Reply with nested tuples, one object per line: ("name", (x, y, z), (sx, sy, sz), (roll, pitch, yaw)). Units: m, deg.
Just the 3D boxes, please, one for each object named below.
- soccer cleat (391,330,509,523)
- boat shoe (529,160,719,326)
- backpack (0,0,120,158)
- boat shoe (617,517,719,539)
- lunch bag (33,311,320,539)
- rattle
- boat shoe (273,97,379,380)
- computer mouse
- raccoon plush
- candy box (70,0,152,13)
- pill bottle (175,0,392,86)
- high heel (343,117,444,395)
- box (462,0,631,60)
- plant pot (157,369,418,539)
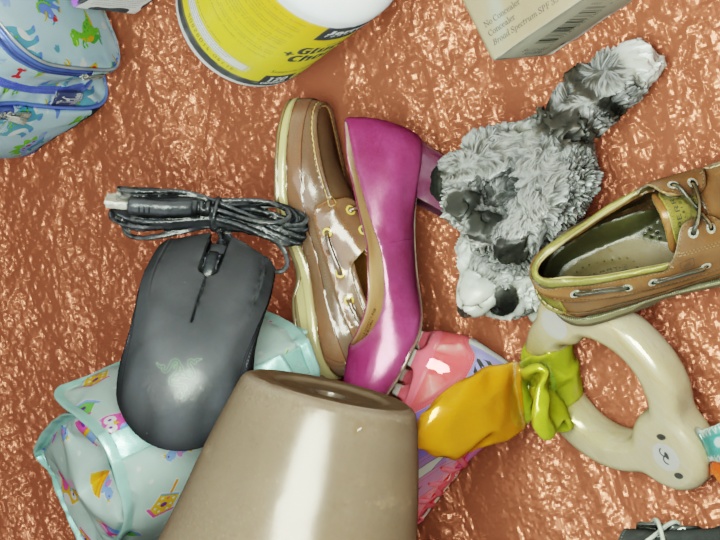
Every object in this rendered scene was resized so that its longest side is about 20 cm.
("soccer cleat", (0.044, 0.131, 1.705), (0.076, 0.067, 0.200), (21, 117, 3))
("boat shoe", (0.199, -0.024, 1.520), (0.200, 0.068, 0.072), (-29, 66, 10))
("backpack", (-0.289, -0.181, 1.809), (0.147, 0.200, 0.183), (-32, 77, 35))
("boat shoe", (0.194, 0.193, 1.589), (0.200, 0.072, 0.068), (-31, 100, 36))
("lunch bag", (-0.122, 0.110, 1.708), (0.122, 0.170, 0.200), (62, 159, 12))
("rattle", (0.160, 0.108, 1.562), (0.200, 0.143, 0.130), (41, 126, 22))
("boat shoe", (-0.013, -0.023, 1.720), (0.068, 0.072, 0.200), (-8, 90, 21))
("computer mouse", (-0.111, 0.022, 1.622), (0.138, 0.200, 0.053), (7, 147, 0))
("raccoon plush", (0.136, -0.044, 1.617), (0.200, 0.134, 0.097), (-32, 59, 3))
("candy box", (-0.138, -0.301, 1.752), (0.200, 0.072, 0.168), (-27, 75, 35))
("pill bottle", (-0.037, -0.201, 1.638), (0.200, 0.112, 0.112), (-29, 79, 60))
("high heel", (0.000, 0.000, 1.656), (0.200, 0.096, 0.067), (-70, 14, -13))
("box", (0.093, -0.245, 1.597), (0.095, 0.078, 0.200), (-35, 77, 34))
("plant pot", (-0.040, 0.158, 1.555), (0.200, 0.200, 0.175), (16, 95, 33))
